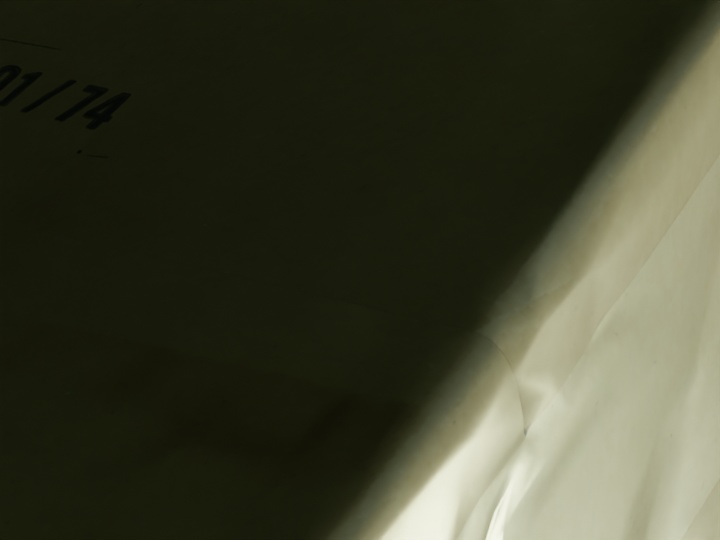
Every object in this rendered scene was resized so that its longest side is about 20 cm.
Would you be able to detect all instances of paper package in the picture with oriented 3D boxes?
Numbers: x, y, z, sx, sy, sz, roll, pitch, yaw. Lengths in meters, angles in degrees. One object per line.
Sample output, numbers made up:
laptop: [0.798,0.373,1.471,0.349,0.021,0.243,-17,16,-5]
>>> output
paper package: [-0.047,0.027,0.497,0.191,0.199,0.104,-52,140,-39]
